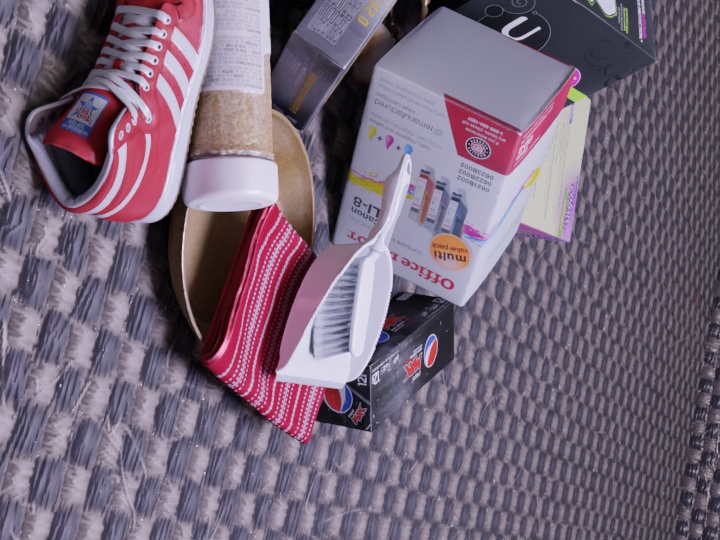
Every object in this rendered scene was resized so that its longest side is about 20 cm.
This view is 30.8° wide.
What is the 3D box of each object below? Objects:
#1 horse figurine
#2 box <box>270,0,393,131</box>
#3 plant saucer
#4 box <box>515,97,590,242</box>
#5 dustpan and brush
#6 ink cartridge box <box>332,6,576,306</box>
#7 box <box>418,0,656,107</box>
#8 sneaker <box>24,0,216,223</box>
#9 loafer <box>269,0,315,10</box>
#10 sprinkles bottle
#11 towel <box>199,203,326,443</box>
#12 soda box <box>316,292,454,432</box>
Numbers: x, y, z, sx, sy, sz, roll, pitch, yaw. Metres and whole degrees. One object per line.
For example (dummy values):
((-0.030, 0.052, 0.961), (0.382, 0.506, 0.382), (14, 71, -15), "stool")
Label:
((0.011, -0.220, 1.180), (0.200, 0.049, 0.134), (39, 65, -63), "horse figurine")
((0.005, -0.220, 1.024), (0.201, 0.048, 0.158), (-57, -174, -17), "box")
((-0.097, -0.029, 1.029), (0.200, 0.035, 0.202), (-29, 123, -59), "plant saucer")
((0.183, -0.135, 1.507), (0.200, 0.096, 0.178), (11, 87, -63), "box")
((0.000, 0.000, 1.077), (0.139, 0.057, 0.202), (18, 82, -64), "dustpan and brush")
((0.082, -0.102, 1.187), (0.145, 0.144, 0.201), (-49, 160, -47), "ink cartridge box")
((0.175, -0.268, 1.293), (0.199, 0.148, 0.125), (25, 55, -36), "box")
((-0.155, -0.130, 0.844), (0.112, 0.071, 0.202), (-7, 105, -67), "sneaker")
((-0.049, -0.297, 1.007), (0.063, 0.072, 0.202), (-23, 129, -46), "loafer")
((-0.095, -0.145, 0.921), (0.068, 0.068, 0.202), (9, 76, -64), "sprinkles bottle")
((-0.061, 0.045, 1.061), (0.200, 0.022, 0.146), (50, 54, -58), "towel")
((0.027, 0.086, 1.285), (0.200, 0.063, 0.072), (-32, 126, -57), "soda box")
